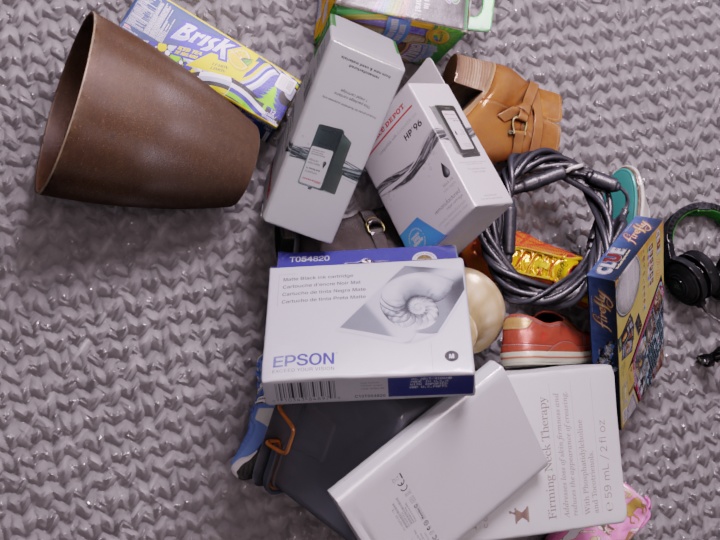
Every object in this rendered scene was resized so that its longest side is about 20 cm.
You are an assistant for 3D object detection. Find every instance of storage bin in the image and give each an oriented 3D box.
[{"bbox_3d":[-0.010,0.169,0.941,0.145,0.134,0.202,-6,121,-51],"label":"storage bin"}]

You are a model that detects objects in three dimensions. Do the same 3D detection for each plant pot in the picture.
[{"bbox_3d":[-0.213,-0.142,0.970,0.198,0.186,0.190,16,80,-27],"label":"plant pot"}]

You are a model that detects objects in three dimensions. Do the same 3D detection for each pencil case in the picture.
[{"bbox_3d":[0.259,0.331,1.084,0.086,0.083,0.201,38,76,-8],"label":"pencil case"}]

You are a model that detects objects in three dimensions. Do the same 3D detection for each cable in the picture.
[{"bbox_3d":[0.210,-0.050,1.049,0.162,0.051,0.201,34,70,3],"label":"cable"}]

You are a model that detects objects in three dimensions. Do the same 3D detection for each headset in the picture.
[{"bbox_3d":[0.440,0.016,1.180,0.121,0.094,0.203,0,70,-10],"label":"headset"}]

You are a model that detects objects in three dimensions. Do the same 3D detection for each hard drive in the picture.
[{"bbox_3d":[0.079,0.197,0.886,0.199,0.026,0.133,-36,117,-14],"label":"hard drive"}]

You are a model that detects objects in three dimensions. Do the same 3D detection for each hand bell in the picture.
[{"bbox_3d":[0.087,0.076,0.952,0.102,0.200,0.106,5,109,14],"label":"hand bell"}]

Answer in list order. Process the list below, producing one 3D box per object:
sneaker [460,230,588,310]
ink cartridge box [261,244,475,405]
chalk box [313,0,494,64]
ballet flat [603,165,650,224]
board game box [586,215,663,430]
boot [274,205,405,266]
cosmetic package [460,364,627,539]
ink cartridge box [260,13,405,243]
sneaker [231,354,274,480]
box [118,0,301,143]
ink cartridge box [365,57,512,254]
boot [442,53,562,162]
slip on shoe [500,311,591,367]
[{"bbox_3d":[0.216,-0.008,1.102,0.197,0.077,0.074,15,81,1],"label":"sneaker"},{"bbox_3d":[0.007,0.035,0.900,0.196,0.041,0.202,-3,45,1],"label":"ink cartridge box"},{"bbox_3d":[0.058,-0.321,1.073,0.197,0.124,0.126,9,81,-15],"label":"chalk box"},{"bbox_3d":[0.333,-0.026,1.153,0.068,0.069,0.203,5,88,-14],"label":"ballet flat"},{"bbox_3d":[0.304,0.059,1.054,0.135,0.034,0.202,-40,131,-40],"label":"board game box"},{"bbox_3d":[0.000,0.000,1.026,0.171,0.070,0.202,-4,56,-14],"label":"boot"},{"bbox_3d":[0.161,0.195,1.028,0.197,0.166,0.170,-4,86,-14],"label":"cosmetic package"},{"bbox_3d":[-0.032,-0.150,0.982,0.082,0.147,0.202,20,113,-12],"label":"ink cartridge box"},{"bbox_3d":[-0.087,0.136,1.025,0.076,0.076,0.201,29,76,11],"label":"sneaker"},{"bbox_3d":[-0.169,-0.225,1.030,0.198,0.070,0.065,31,76,-10],"label":"box"},{"bbox_3d":[0.069,-0.123,1.025,0.067,0.116,0.202,-8,64,-42],"label":"ink cartridge box"},{"bbox_3d":[0.160,-0.148,1.116,0.153,0.077,0.203,16,74,-17],"label":"boot"},{"bbox_3d":[0.225,0.077,1.067,0.199,0.073,0.062,4,80,-49],"label":"slip on shoe"}]
